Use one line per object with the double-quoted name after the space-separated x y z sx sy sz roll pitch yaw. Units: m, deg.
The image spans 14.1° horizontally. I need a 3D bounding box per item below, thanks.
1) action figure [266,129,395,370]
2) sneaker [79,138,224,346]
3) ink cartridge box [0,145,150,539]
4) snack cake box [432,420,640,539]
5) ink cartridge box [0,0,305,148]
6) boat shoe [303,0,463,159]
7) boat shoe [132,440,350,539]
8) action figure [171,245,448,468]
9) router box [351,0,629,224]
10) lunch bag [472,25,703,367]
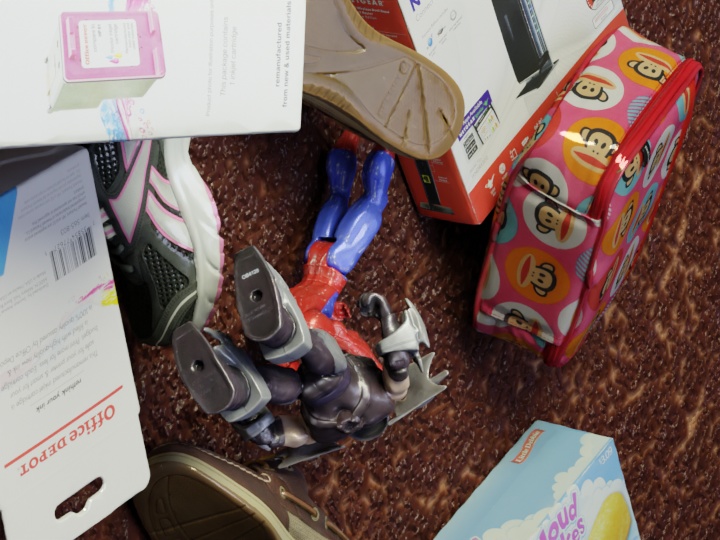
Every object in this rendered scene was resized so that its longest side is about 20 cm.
0.000 0.000 1.747 0.099 0.065 0.200 44 64 -39 "action figure"
-0.133 -0.050 1.570 0.086 0.080 0.200 -18 116 -25 "sneaker"
-0.184 0.043 1.514 0.115 0.068 0.200 -34 124 -43 "ink cartridge box"
0.104 0.208 1.940 0.200 0.067 0.115 -47 134 -36 "snack cake box"
-0.147 -0.113 1.407 0.200 0.145 0.085 -4 104 -30 "ink cartridge box"
-0.032 -0.131 1.661 0.200 0.072 0.072 33 78 -27 "boat shoe"
-0.063 0.144 1.716 0.200 0.072 0.072 38 38 -39 "boat shoe"
-0.028 0.056 1.634 0.130 0.069 0.200 -37 153 10 "action figure"
0.082 -0.160 1.828 0.200 0.049 0.180 -50 135 -33 "router box"
0.150 -0.054 1.870 0.176 0.082 0.200 -52 164 -44 "lunch bag"
